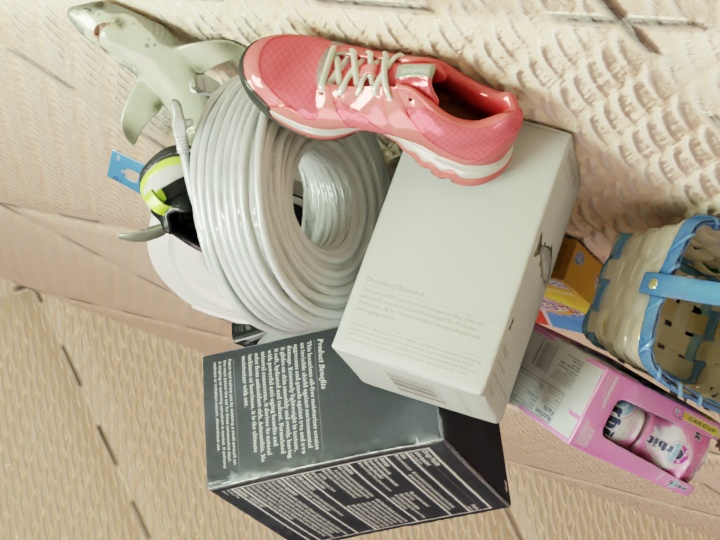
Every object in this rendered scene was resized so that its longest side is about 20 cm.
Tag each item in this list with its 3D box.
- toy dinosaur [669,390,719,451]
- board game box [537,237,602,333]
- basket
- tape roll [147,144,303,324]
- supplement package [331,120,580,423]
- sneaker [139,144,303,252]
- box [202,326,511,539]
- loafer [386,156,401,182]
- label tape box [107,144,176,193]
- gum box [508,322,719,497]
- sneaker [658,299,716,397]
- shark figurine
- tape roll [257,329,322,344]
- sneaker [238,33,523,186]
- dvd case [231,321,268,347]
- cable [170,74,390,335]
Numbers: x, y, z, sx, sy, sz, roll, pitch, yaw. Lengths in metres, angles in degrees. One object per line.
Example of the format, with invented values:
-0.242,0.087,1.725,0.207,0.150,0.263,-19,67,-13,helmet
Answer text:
0.385,0.119,1.586,0.200,0.086,0.136,0,151,46,toy dinosaur
0.168,0.009,1.512,0.153,0.040,0.200,13,167,33,board game box
0.277,0.037,1.183,0.176,0.139,0.200,26,176,-36,basket
-0.083,-0.039,1.380,0.202,0.071,0.202,2,140,1,tape roll
0.075,-0.006,1.165,0.117,0.200,0.117,16,168,16,supplement package
-0.090,-0.024,1.227,0.200,0.072,0.083,23,-149,-35,sneaker
0.001,0.135,1.320,0.198,0.123,0.200,-13,153,16,box
0.052,-0.051,1.361,0.070,0.070,0.200,23,162,9,loafer
-0.132,-0.088,1.492,0.200,0.066,0.143,22,169,-7,label tape box
0.187,0.103,1.256,0.113,0.066,0.200,25,-176,-20,gum box
0.309,0.057,1.449,0.091,0.076,0.200,56,174,-12,sneaker
-0.142,-0.123,1.249,0.128,0.215,0.090,-9,-151,1,shark figurine
0.005,0.092,1.474,0.200,0.066,0.200,-7,162,-2,tape roll
0.019,-0.126,1.075,0.200,0.074,0.087,17,156,-7,sneaker
0.002,0.051,1.501,0.200,0.025,0.150,-17,157,26,dvd case
-0.046,-0.054,1.169,0.069,0.200,0.200,-7,-174,33,cable
